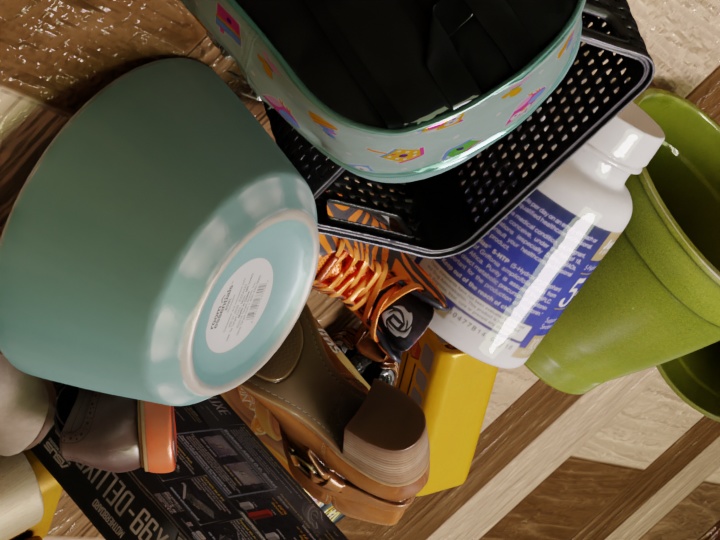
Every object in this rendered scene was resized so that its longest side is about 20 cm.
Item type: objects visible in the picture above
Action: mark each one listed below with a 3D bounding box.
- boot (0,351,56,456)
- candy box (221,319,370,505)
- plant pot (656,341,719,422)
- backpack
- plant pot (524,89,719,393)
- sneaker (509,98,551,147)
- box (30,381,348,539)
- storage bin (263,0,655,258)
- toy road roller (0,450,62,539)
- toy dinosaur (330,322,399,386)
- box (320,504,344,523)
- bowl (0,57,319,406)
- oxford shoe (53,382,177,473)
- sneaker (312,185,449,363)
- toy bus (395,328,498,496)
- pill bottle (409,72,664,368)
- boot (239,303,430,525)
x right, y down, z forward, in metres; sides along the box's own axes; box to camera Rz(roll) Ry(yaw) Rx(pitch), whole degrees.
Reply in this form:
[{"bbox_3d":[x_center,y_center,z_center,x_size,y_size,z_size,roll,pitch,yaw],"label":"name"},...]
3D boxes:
[{"bbox_3d":[-0.245,0.063,1.233,0.146,0.070,0.200,-23,149,-33],"label":"boot"},{"bbox_3d":[-0.078,0.133,1.592,0.055,0.115,0.200,-8,143,-54],"label":"candy box"},{"bbox_3d":[0.404,0.030,2.149,0.200,0.200,0.193,-51,169,29],"label":"plant pot"},{"bbox_3d":[0.010,-0.142,1.049,0.176,0.200,0.153,-36,160,-13],"label":"backpack"},{"bbox_3d":[0.208,-0.004,1.709,0.193,0.201,0.200,-38,163,31],"label":"plant pot"},{"bbox_3d":[0.098,-0.169,1.370,0.200,0.075,0.082,94,13,-55],"label":"sneaker"},{"bbox_3d":[-0.117,0.133,1.405,0.050,0.200,0.158,-52,157,20],"label":"box"},{"bbox_3d":[0.053,-0.107,1.265,0.135,0.094,0.200,12,137,-39],"label":"storage bin"},{"bbox_3d":[-0.244,0.211,1.421,0.123,0.146,0.200,-27,157,-31],"label":"toy road roller"},{"bbox_3d":[-0.014,0.086,1.670,0.200,0.102,0.136,91,20,-48],"label":"toy dinosaur"},{"bbox_3d":[-0.002,0.147,1.854,0.200,0.046,0.159,-36,159,-9],"label":"box"},{"bbox_3d":[-0.097,-0.006,1.205,0.201,0.105,0.201,-44,151,-33],"label":"bowl"},{"bbox_3d":[-0.151,0.065,1.326,0.072,0.071,0.200,-4,-165,-5],"label":"oxford shoe"},{"bbox_3d":[0.000,0.000,1.454,0.078,0.112,0.200,-46,159,17],"label":"sneaker"},{"bbox_3d":[0.062,0.079,1.717,0.065,0.078,0.200,-11,135,-26],"label":"toy bus"},{"bbox_3d":[0.123,-0.041,1.564,0.200,0.120,0.120,-55,156,17],"label":"pill bottle"},{"bbox_3d":[-0.042,0.092,1.453,0.074,0.200,0.155,-46,164,-21],"label":"boot"}]
